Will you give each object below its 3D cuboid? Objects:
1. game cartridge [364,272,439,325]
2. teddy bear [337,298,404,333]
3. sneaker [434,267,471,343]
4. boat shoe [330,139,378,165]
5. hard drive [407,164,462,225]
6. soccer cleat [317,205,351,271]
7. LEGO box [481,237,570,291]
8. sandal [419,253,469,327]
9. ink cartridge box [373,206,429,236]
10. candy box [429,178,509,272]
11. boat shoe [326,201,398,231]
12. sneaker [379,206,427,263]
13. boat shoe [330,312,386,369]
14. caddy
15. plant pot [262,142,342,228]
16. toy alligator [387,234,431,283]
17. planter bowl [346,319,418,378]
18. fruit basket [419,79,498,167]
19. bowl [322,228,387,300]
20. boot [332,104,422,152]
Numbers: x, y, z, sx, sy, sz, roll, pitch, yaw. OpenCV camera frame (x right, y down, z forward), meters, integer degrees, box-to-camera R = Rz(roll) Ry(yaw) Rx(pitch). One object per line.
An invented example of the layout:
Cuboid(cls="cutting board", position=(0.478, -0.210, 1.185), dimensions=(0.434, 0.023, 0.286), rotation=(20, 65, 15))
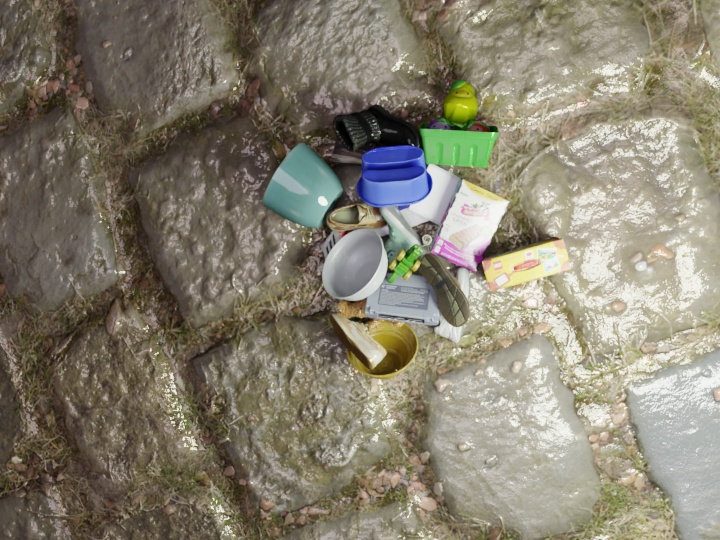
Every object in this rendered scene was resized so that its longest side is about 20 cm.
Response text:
Cuboid(cls="game cartridge", position=(0.116, 0.071, 1.506), dimensions=(0.195, 0.041, 0.136), rotation=(7, 59, 9))
Cuboid(cls="teddy bear", position=(0.032, 0.094, 1.557), dimensions=(0.197, 0.067, 0.146), rotation=(25, 65, 17))
Cuboid(cls="sneaker", position=(0.239, 0.086, 1.515), dimensions=(0.097, 0.078, 0.205), rotation=(12, 96, 16))
Cuboid(cls="boat shoe", position=(0.014, -0.320, 1.542), dimensions=(0.195, 0.074, 0.075), rotation=(9, 97, 12))
Cuboid(cls="hard drive", position=(0.241, -0.178, 1.497), dimensions=(0.197, 0.026, 0.134), rotation=(26, 99, -2))
Cuboid(cls="soccer cleat", position=(-0.068, -0.085, 1.585), dimensions=(0.083, 0.068, 0.205), rotation=(14, 99, 18))
Cuboid(cls="LEGO box", position=(0.411, -0.018, 1.424), dimensions=(0.195, 0.149, 0.079), rotation=(-16, 91, 14))
Cuboid(cls="sandal", position=(0.221, 0.046, 1.460), dimensions=(0.081, 0.054, 0.202), rotation=(-38, 79, 31))
Cuboid(cls="ink cartridge box", position=(0.087, -0.153, 1.555), dimensions=(0.196, 0.037, 0.097), rotation=(-16, 90, 16))
Cuboid(cls="candy box", position=(0.277, -0.116, 1.462), dimensions=(0.134, 0.061, 0.204), rotation=(23, 101, -2))
Cuboid(cls="boat shoe", position=(0.005, -0.145, 1.504), dimensions=(0.195, 0.074, 0.078), rotation=(-13, 87, -2))
Cuboid(cls="sneaker", position=(0.081, -0.085, 1.501), dimensions=(0.117, 0.075, 0.201), rotation=(-31, 127, 18))
Cuboid(cls="boat shoe", position=(-0.006, 0.176, 1.506), dimensions=(0.068, 0.075, 0.200), rotation=(-29, 54, -23))
Cuboid(cls="caddy", position=(0.086, -0.231, 1.435), dimensions=(0.194, 0.106, 0.144), rotation=(-4, 51, 5))
Cuboid(cls="plant pot", position=(-0.144, -0.212, 1.533), dimensions=(0.160, 0.201, 0.202), rotation=(35, 102, 1))
Cuboid(cls="toy alligator", position=(0.130, -0.038, 1.460), dimensions=(0.059, 0.055, 0.201), rotation=(34, 131, -5))
Cuboid(cls="planter bowl", position=(0.063, 0.232, 1.543), dimensions=(0.195, 0.203, 0.085), rotation=(1, 133, 14))
Cuboid(cls="fruit basket", position=(0.253, -0.378, 1.448), dimensions=(0.210, 0.156, 0.221), rotation=(4, 111, 10))
Cuboid(cls="bowl", position=(0.000, 0.000, 1.493), dimensions=(0.198, 0.090, 0.205), rotation=(-21, 50, 27))
Cuboid(cls="boot", position=(0.042, -0.347, 1.471), dimensions=(0.210, 0.156, 0.081), rotation=(38, 136, 27))
